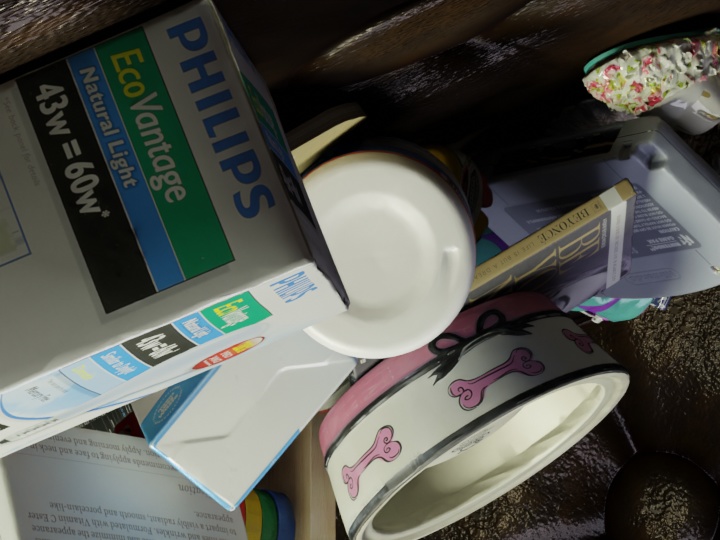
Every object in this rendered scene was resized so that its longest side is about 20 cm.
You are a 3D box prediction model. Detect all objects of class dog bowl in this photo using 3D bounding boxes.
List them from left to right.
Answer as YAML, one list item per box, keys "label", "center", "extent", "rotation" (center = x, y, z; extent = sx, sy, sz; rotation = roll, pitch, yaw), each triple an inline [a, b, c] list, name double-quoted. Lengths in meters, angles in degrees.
- label: "dog bowl"
  center: [0.062, 0.088, 1.735]
  extent: [0.199, 0.074, 0.200]
  rotation: [-30, 163, -10]

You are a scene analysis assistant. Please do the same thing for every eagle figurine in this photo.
- label: "eagle figurine"
  center: [0.227, -0.075, 1.911]
  extent: [0.151, 0.152, 0.200]
  rotation: [-16, -170, 42]

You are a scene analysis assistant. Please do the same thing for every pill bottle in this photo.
- label: "pill bottle"
  center: [0.009, -0.018, 1.596]
  extent: [0.112, 0.113, 0.200]
  rotation: [-24, -175, 3]

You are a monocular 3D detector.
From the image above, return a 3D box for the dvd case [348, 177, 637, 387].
- label: "dvd case"
  center: [0.081, 0.023, 1.740]
  extent: [0.199, 0.016, 0.149]
  rotation: [-31, 162, -7]

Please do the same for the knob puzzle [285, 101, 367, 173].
- label: "knob puzzle"
  center: [-0.081, -0.039, 1.488]
  extent: [0.219, 0.031, 0.220]
  rotation: [-36, 177, -2]

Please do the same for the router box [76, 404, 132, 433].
- label: "router box"
  center: [-0.149, 0.096, 2.167]
  extent: [0.150, 0.062, 0.200]
  rotation: [-29, 171, 33]

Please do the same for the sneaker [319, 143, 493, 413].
- label: "sneaker"
  center: [0.000, 0.000, 1.764]
  extent: [0.200, 0.078, 0.082]
  rotation: [-54, 159, -8]

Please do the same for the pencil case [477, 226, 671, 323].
- label: "pencil case"
  center: [0.113, -0.009, 1.947]
  extent: [0.199, 0.093, 0.085]
  rotation: [4, -161, -29]

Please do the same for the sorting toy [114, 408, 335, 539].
- label: "sorting toy"
  center: [-0.096, 0.145, 1.833]
  extent: [0.069, 0.201, 0.199]
  rotation: [17, 146, -27]

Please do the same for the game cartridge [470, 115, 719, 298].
- label: "game cartridge"
  center: [0.165, -0.035, 1.813]
  extent: [0.200, 0.133, 0.041]
  rotation: [-9, -138, 54]

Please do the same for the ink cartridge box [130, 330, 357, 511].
- label: "ink cartridge box"
  center: [-0.080, 0.050, 1.680]
  extent: [0.116, 0.068, 0.200]
  rotation: [-50, -162, 3]

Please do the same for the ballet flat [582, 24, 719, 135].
- label: "ballet flat"
  center: [0.218, -0.119, 1.774]
  extent: [0.199, 0.064, 0.076]
  rotation: [-15, 167, -46]

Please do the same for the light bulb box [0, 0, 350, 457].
- label: "light bulb box"
  center: [-0.122, -0.010, 1.249]
  extent: [0.199, 0.125, 0.198]
  rotation: [-23, 173, 2]

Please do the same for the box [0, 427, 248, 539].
- label: "box"
  center: [-0.196, 0.194, 1.692]
  extent: [0.200, 0.131, 0.198]
  rotation: [-33, 150, 32]
